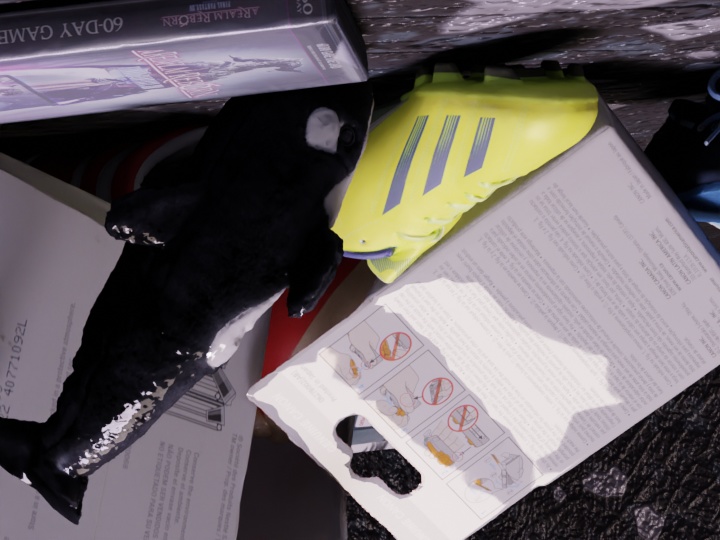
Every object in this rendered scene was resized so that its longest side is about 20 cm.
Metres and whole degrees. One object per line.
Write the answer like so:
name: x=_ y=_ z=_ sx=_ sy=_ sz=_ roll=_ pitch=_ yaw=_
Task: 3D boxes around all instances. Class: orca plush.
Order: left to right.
orca plush: x=-0.079 y=-0.008 z=0.835 sx=0.200 sy=0.105 sz=0.071 roll=-42 pitch=133 yaw=11

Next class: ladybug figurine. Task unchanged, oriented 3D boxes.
ladybug figurine: x=0.000 y=0.000 z=1.099 sx=0.200 sy=0.072 sz=0.136 roll=-49 pitch=175 yaw=-28

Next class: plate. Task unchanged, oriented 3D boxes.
plate: x=-0.088 y=0.151 z=1.082 sx=0.199 sy=0.032 sz=0.200 roll=-23 pitch=-154 yaw=13

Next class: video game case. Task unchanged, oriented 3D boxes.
video game case: x=-0.101 y=-0.069 z=0.756 sx=0.199 sy=0.019 sz=0.143 roll=-5 pitch=177 yaw=4

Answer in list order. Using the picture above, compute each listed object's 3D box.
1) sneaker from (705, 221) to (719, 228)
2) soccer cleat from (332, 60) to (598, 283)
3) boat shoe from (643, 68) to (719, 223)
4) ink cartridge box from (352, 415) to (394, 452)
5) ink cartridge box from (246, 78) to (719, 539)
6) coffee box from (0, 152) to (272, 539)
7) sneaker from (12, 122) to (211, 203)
sneaker: x=0.240 y=-0.071 z=1.103 sx=0.200 sy=0.079 sz=0.090 roll=-13 pitch=156 yaw=34
soccer cleat: x=0.027 y=-0.039 z=0.932 sx=0.065 sy=0.084 sz=0.200 roll=-2 pitch=175 yaw=-40
boat shoe: x=0.176 y=-0.062 z=1.033 sx=0.084 sy=0.069 sz=0.200 roll=9 pitch=176 yaw=-23
ink cartridge box: x=-0.009 y=0.019 z=1.228 sx=0.199 sy=0.147 sz=0.086 roll=-5 pitch=150 yaw=-20
ink cartridge box: x=0.064 y=0.027 z=1.024 sx=0.200 sy=0.050 sz=0.161 roll=-35 pitch=129 yaw=10
coffee box: x=-0.186 y=0.072 z=0.971 sx=0.197 sy=0.200 sz=0.200 roll=-5 pitch=159 yaw=41
sneaker: x=-0.068 y=-0.029 z=1.084 sx=0.112 sy=0.071 sz=0.200 roll=-4 pitch=177 yaw=41
